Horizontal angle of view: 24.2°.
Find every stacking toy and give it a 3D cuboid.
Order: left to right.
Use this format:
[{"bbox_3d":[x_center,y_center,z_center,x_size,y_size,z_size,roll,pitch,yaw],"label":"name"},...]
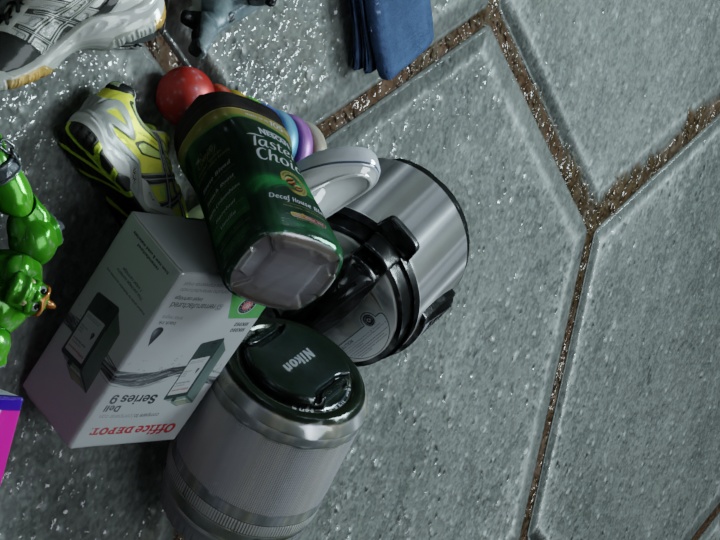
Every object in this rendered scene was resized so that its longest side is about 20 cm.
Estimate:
[{"bbox_3d":[-0.119,-0.133,1.574,0.199,0.085,0.086,28,81,-49],"label":"stacking toy"}]

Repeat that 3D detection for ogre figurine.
[{"bbox_3d":[-0.306,-0.002,1.334,0.120,0.097,0.202,34,55,-39],"label":"ogre figurine"}]

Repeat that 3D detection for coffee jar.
[{"bbox_3d":[-0.092,-0.065,1.449,0.104,0.201,0.085,18,123,-39],"label":"coffee jar"}]

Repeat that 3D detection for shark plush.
[{"bbox_3d":[-0.107,-0.252,1.489,0.200,0.082,0.092,-47,138,-60],"label":"shark plush"}]

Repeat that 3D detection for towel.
[{"bbox_3d":[0.026,-0.307,1.730,0.112,0.048,0.202,-41,134,-40],"label":"towel"}]

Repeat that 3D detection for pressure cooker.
[{"bbox_3d":[-0.002,-0.002,1.695,0.200,0.177,0.178,-43,140,-50],"label":"pressure cooker"}]

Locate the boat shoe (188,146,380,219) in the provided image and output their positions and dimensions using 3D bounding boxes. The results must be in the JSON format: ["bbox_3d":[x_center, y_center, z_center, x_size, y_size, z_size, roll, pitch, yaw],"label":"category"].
[{"bbox_3d":[-0.068,-0.050,1.585,0.198,0.066,0.074,-25,142,5],"label":"boat shoe"}]

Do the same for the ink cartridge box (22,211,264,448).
[{"bbox_3d":[-0.181,0.055,1.476,0.145,0.084,0.201,3,128,-55],"label":"ink cartridge box"}]

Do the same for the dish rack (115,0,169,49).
[{"bbox_3d":[-0.190,-0.285,1.413,0.153,0.054,0.202,-4,107,-55],"label":"dish rack"}]

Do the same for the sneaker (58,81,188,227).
[{"bbox_3d":[-0.187,-0.082,1.488,0.077,0.075,0.201,-57,145,-23],"label":"sneaker"}]

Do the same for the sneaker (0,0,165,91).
[{"bbox_3d":[-0.254,-0.202,1.323,0.199,0.075,0.088,-28,114,-23],"label":"sneaker"}]

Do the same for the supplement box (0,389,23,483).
[{"bbox_3d":[-0.356,0.182,1.325,0.101,0.103,0.202,13,92,-58],"label":"supplement box"}]

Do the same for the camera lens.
[{"bbox_3d":[-0.093,0.159,1.607,0.159,0.160,0.201,-22,145,-50],"label":"camera lens"}]
